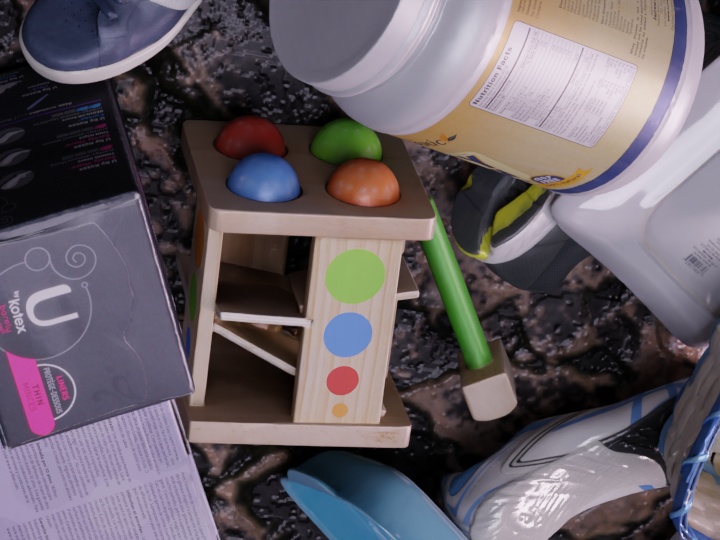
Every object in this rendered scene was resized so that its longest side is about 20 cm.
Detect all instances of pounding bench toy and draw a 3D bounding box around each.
[{"bbox_3d":[0.000,0.000,1.673,0.199,0.124,0.157,2,115,-12],"label":"pounding bench toy"}]

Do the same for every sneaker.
[{"bbox_3d":[0.139,0.106,1.790,0.199,0.072,0.072,-23,128,-16],"label":"sneaker"},{"bbox_3d":[-0.099,-0.179,1.567,0.200,0.075,0.085,-40,159,-10],"label":"sneaker"},{"bbox_3d":[0.141,-0.067,1.709,0.200,0.075,0.085,-38,141,3],"label":"sneaker"}]

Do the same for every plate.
[{"bbox_3d":[0.228,-0.048,1.704,0.200,0.032,0.199,-40,141,8],"label":"plate"}]

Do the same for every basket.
[{"bbox_3d":[0.254,0.100,1.669,0.139,0.200,0.177,19,112,-17],"label":"basket"}]

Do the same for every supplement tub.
[{"bbox_3d":[0.066,-0.129,1.579,0.199,0.144,0.145,17,112,-35],"label":"supplement tub"}]

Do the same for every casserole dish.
[{"bbox_3d":[0.035,0.171,1.774,0.039,0.121,0.200,-50,118,-16],"label":"casserole dish"}]

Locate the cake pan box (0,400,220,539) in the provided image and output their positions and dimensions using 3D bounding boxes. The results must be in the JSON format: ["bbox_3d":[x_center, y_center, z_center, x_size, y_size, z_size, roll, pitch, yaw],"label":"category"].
[{"bbox_3d":[-0.191,0.106,1.729,0.183,0.052,0.201,-18,117,0],"label":"cake pan box"}]

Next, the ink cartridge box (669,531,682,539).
[{"bbox_3d":[0.233,0.232,1.824,0.200,0.084,0.144,-48,116,-8],"label":"ink cartridge box"}]

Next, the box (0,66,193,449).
[{"bbox_3d":[-0.162,-0.016,1.581,0.106,0.200,0.123,-16,117,-4],"label":"box"}]
